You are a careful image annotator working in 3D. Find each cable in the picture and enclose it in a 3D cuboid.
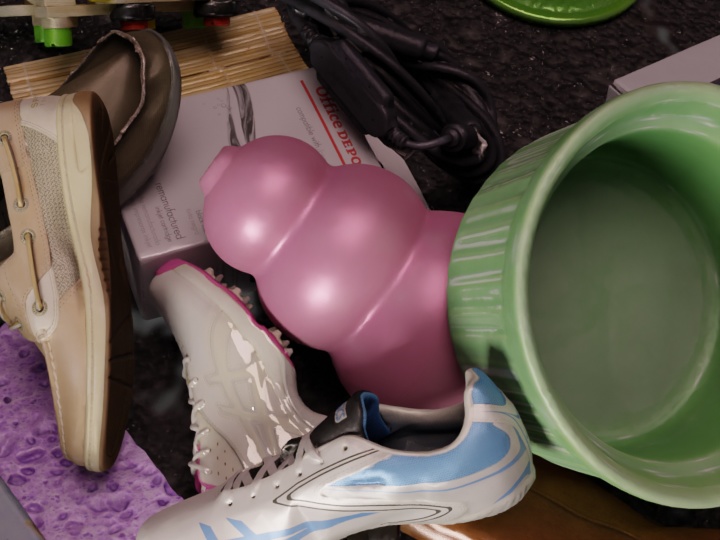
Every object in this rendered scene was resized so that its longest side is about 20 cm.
[{"bbox_3d":[0.020,-0.140,0.875,0.200,0.051,0.163,50,26,20],"label":"cable"}]

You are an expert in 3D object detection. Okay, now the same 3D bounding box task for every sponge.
[{"bbox_3d":[-0.170,0.121,0.728,0.112,0.030,0.200,-34,64,-26],"label":"sponge"}]

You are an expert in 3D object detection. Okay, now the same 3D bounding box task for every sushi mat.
[{"bbox_3d":[-0.132,-0.126,0.918,0.200,0.012,0.096,-16,57,-17],"label":"sushi mat"}]

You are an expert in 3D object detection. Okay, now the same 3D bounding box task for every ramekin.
[{"bbox_3d":[0.141,0.013,0.676,0.200,0.098,0.200,1,87,-23],"label":"ramekin"}]

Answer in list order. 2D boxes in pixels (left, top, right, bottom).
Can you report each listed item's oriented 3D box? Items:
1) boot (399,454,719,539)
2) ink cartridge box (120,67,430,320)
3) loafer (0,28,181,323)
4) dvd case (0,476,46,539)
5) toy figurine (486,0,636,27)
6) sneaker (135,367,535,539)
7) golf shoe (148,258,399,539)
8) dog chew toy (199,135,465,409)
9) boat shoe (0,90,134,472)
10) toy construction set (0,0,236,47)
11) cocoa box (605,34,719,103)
[{"bbox_3d":[0.144,0.137,0.717,0.200,0.069,0.188,24,34,23],"label":"boot"},{"bbox_3d":[-0.056,-0.056,0.843,0.200,0.067,0.116,-16,57,-16],"label":"ink cartridge box"},{"bbox_3d":[-0.178,-0.057,0.769,0.075,0.070,0.200,41,96,36],"label":"loafer"},{"bbox_3d":[-0.255,0.132,0.694,0.143,0.018,0.200,-39,66,-10],"label":"dvd case"},{"bbox_3d":[0.157,-0.310,0.976,0.150,0.184,0.200,12,54,2],"label":"toy figurine"},{"bbox_3d":[-0.018,0.098,0.647,0.200,0.073,0.072,-18,11,12],"label":"sneaker"},{"bbox_3d":[-0.065,0.082,0.733,0.092,0.075,0.200,-35,72,-15],"label":"golf shoe"},{"bbox_3d":[0.000,0.000,0.746,0.200,0.125,0.125,35,55,-9],"label":"dog chew toy"},{"bbox_3d":[-0.160,0.007,0.717,0.065,0.072,0.200,-5,88,0],"label":"boat shoe"},{"bbox_3d":[-0.158,-0.199,0.923,0.200,0.092,0.131,-27,24,-31],"label":"toy construction set"},{"bbox_3d":[0.259,-0.065,0.835,0.200,0.133,0.131,-25,54,-23],"label":"cocoa box"}]
